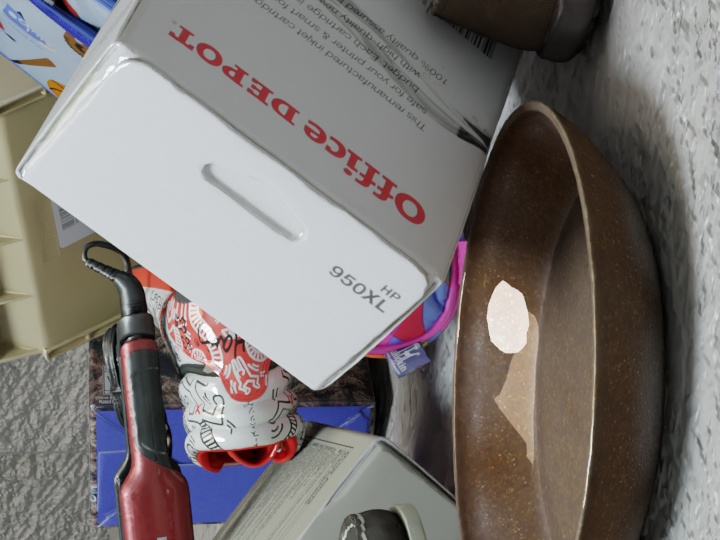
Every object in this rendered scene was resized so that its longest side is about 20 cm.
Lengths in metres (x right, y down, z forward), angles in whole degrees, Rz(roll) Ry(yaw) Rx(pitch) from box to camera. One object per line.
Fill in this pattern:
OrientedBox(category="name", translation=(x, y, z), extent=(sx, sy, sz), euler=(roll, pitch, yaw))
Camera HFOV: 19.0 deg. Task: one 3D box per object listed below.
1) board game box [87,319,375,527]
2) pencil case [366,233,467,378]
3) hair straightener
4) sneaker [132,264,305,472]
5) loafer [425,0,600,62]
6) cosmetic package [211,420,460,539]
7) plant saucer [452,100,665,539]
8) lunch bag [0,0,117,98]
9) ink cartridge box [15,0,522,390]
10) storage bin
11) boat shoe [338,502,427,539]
OrientedBox(category="board game box", translation=(-0.081, 0.044, 1.261), extent=(0.201, 0.158, 0.097), euler=(-100, 12, -49))
OrientedBox(category="pencil case", translation=(0.000, 0.000, 1.050), extent=(0.200, 0.088, 0.089), euler=(-167, 80, -80))
OrientedBox(category="hair straightener", translation=(-0.114, 0.081, 1.065), extent=(0.077, 0.041, 0.201), euler=(-145, 43, -73))
OrientedBox(category="sneaker", translation=(-0.074, 0.046, 1.090), extent=(0.201, 0.067, 0.109), euler=(171, 90, -79))
OrientedBox(category="loafer", translation=(0.053, -0.178, 0.834), extent=(0.073, 0.071, 0.201), euler=(112, 158, -62))
OrientedBox(category="cosmetic package", translation=(-0.014, 0.134, 1.013), extent=(0.105, 0.071, 0.200), euler=(-51, 7, -7))
OrientedBox(category="plant saucer", translation=(0.072, 0.040, 0.774), extent=(0.200, 0.036, 0.202), euler=(-177, 90, -81))
OrientedBox(category="lunch bag", translation=(-0.091, -0.104, 0.972), extent=(0.076, 0.200, 0.160), euler=(-57, 9, -16))
OrientedBox(category="ink cartridge box", translation=(-0.025, -0.076, 0.826), extent=(0.084, 0.144, 0.200), euler=(-44, 16, 39))
OrientedBox(category="storage bin", translation=(-0.137, -0.073, 1.152), extent=(0.094, 0.198, 0.201), euler=(50, 156, 34))
OrientedBox(category="boat shoe", translation=(-0.006, 0.190, 0.844), extent=(0.072, 0.060, 0.202), euler=(125, 148, -71))
